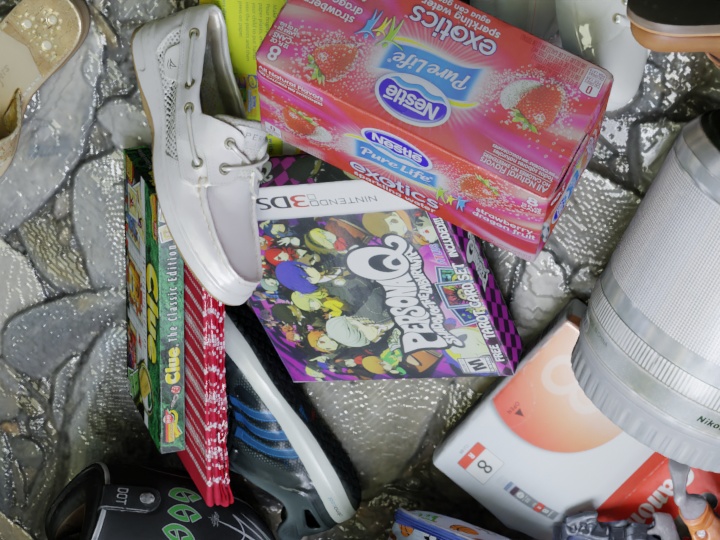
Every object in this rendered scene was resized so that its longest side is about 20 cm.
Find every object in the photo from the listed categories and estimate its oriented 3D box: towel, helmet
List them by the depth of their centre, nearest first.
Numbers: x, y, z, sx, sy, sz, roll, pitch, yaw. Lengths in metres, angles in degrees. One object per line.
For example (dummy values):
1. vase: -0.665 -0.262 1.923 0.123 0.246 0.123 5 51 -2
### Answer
1. towel: -0.123 0.057 1.349 0.022 0.145 0.202 -8 114 -20
2. helmet: -0.148 0.249 1.396 0.190 0.201 0.200 27 118 -20

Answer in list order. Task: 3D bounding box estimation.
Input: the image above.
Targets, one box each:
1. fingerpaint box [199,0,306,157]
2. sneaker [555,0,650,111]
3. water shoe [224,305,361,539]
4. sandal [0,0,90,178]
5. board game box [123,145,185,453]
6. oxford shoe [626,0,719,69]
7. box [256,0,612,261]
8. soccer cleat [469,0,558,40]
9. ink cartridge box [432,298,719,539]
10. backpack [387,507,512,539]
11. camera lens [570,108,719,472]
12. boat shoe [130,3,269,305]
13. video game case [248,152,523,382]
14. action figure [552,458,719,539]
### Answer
1. fingerpaint box: -0.022 -0.153 1.259 0.165 0.073 0.202 7 115 14
2. sneaker: 0.174 -0.200 1.140 0.084 0.072 0.202 4 89 45
3. water shoe: -0.078 0.116 1.377 0.079 0.072 0.201 -30 101 11
4. sandal: -0.278 -0.120 1.347 0.078 0.070 0.212 41 116 -3
5. board game box: -0.151 0.021 1.352 0.023 0.105 0.202 -8 115 -21
6. oxford shoe: 0.241 -0.141 1.140 0.071 0.199 0.072 50 133 43
7. box: 0.043 -0.103 1.128 0.199 0.096 0.100 27 161 10
8. soccer cleat: 0.093 -0.159 1.217 0.077 0.069 0.201 27 103 -15
9. ink cartridge box: 0.175 0.143 1.337 0.200 0.050 0.162 41 117 0
10. backpack: 0.066 0.256 1.319 0.199 0.190 0.155 9 87 37
11. camera lens: 0.244 0.009 1.199 0.159 0.160 0.201 28 115 3
12. boat shoe: -0.093 -0.080 1.199 0.069 0.071 0.202 -22 78 25
13. video game case: 0.000 0.000 1.283 0.180 0.036 0.201 -2 135 25
14. action figure: 0.234 0.211 1.295 0.198 0.105 0.194 5 138 5
